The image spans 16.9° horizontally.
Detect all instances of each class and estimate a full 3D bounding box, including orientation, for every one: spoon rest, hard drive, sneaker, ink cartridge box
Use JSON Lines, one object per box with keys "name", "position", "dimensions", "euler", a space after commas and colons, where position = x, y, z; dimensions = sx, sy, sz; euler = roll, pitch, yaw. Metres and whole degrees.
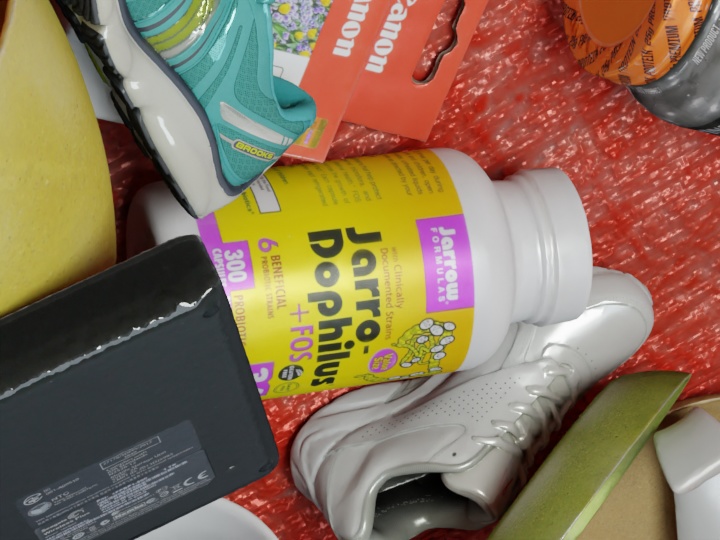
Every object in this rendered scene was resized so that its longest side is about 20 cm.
{"name": "spoon rest", "position": [0.200, 0.125, 1.271], "dimensions": [0.099, 0.061, 0.200], "euler": [-34, 141, 5]}
{"name": "hard drive", "position": [-0.110, 0.065, 0.981], "dimensions": [0.139, 0.033, 0.200], "euler": [-25, 157, -6]}
{"name": "sneaker", "position": [0.067, 0.078, 1.183], "dimensions": [0.200, 0.099, 0.078], "euler": [-35, 128, 5]}
{"name": "ink cartridge box", "position": [-0.033, -0.108, 1.048], "dimensions": [0.200, 0.050, 0.109], "euler": [11, 118, -25]}
{"name": "sneaker", "position": [-0.077, -0.110, 0.964], "dimensions": [0.080, 0.078, 0.200], "euler": [-34, 137, -7]}

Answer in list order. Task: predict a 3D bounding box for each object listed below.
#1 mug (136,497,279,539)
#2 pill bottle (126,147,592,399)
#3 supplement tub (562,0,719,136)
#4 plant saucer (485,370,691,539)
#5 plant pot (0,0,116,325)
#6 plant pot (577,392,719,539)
{"name": "mug", "position": [-0.059, 0.201, 1.184], "dimensions": [0.200, 0.148, 0.175], "euler": [-21, 146, -3]}
{"name": "pill bottle", "position": [0.000, 0.000, 1.102], "dimensions": [0.200, 0.104, 0.104], "euler": [-8, 125, -16]}
{"name": "supplement tub", "position": [0.199, -0.114, 1.090], "dimensions": [0.200, 0.123, 0.123], "euler": [10, 118, -26]}
{"name": "plant saucer", "position": [0.089, 0.122, 1.165], "dimensions": [0.031, 0.200, 0.200], "euler": [37, 110, 10]}
{"name": "plant pot", "position": [-0.177, -0.026, 0.960], "dimensions": [0.200, 0.200, 0.142], "euler": [-36, 131, 5]}
{"name": "plant pot", "position": [0.177, 0.143, 1.316], "dimensions": [0.200, 0.027, 0.200], "euler": [-10, 125, -14]}
